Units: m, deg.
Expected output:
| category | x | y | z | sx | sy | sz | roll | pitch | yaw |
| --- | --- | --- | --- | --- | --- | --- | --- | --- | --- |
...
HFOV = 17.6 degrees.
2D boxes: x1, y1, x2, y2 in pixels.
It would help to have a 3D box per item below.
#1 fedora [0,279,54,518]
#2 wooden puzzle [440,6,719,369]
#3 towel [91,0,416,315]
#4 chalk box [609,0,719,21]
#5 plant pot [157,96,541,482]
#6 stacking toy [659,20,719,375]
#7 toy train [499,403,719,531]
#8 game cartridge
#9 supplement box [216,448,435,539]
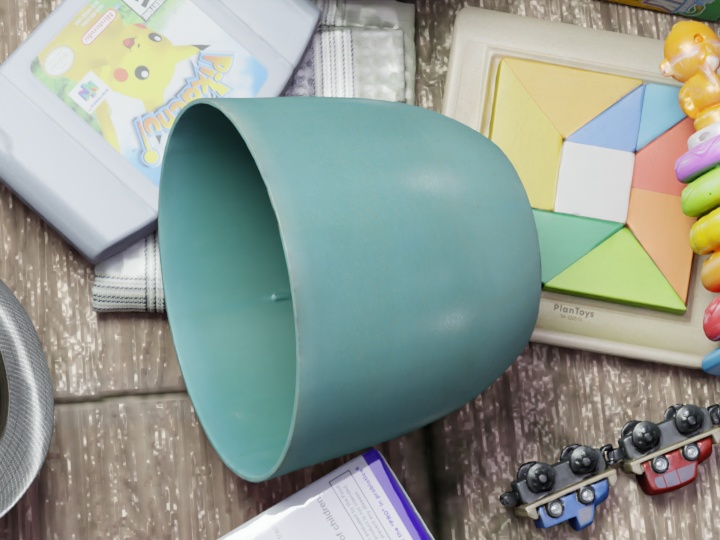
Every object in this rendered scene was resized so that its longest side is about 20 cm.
| category | x | y | z | sx | sy | sz | roll | pitch | yaw |
| --- | --- | --- | --- | --- | --- | --- | --- | --- | --- |
| fedora | -0.257 | 0.075 | 1.269 | 0.176 | 0.090 | 0.200 | -34 | 75 | -14 |
| wooden puzzle | 0.134 | -0.052 | 1.367 | 0.183 | 0.037 | 0.202 | 9 | 75 | -3 |
| towel | -0.061 | -0.073 | 1.355 | 0.191 | 0.035 | 0.202 | 1 | 75 | -5 |
| chalk box | 0.183 | -0.232 | 1.373 | 0.198 | 0.124 | 0.126 | 10 | 75 | -3 |
| plant pot | 0.000 | 0.000 | 1.242 | 0.160 | 0.201 | 0.202 | -8 | 76 | -23 |
| stacking toy | 0.218 | -0.048 | 1.318 | 0.115 | 0.110 | 0.201 | -22 | 83 | -13 |
| toy train | 0.174 | 0.105 | 1.333 | 0.199 | 0.034 | 0.046 | -20 | 90 | -11 |
| game cartridge | -0.120 | -0.108 | 1.326 | 0.133 | 0.040 | 0.200 | 41 | 75 | -1 |
| supplement box | -0.054 | 0.195 | 1.251 | 0.199 | 0.101 | 0.104 | -31 | 80 | -12 |
